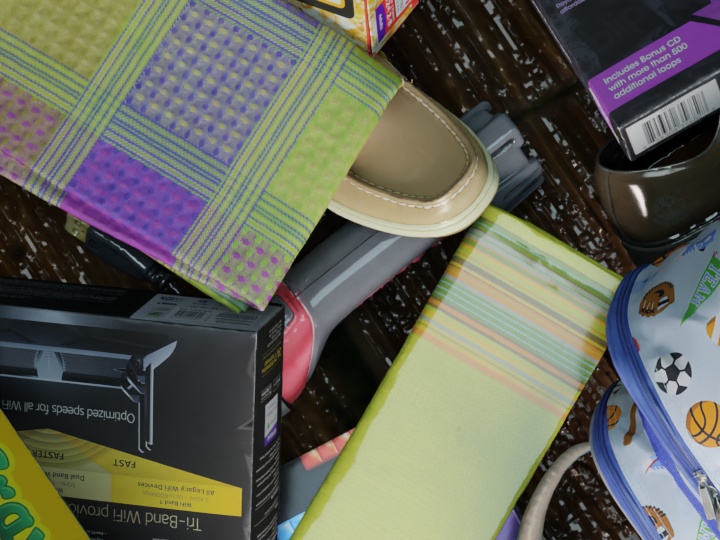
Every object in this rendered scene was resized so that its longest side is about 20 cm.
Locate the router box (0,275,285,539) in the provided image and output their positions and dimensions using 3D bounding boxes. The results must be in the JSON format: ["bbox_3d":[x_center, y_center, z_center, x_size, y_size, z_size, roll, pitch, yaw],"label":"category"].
[{"bbox_3d":[-0.138,0.087,1.257,0.200,0.052,0.158,6,105,12],"label":"router box"}]

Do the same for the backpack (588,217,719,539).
[{"bbox_3d":[0.195,0.066,1.237,0.154,0.200,0.191,-28,94,18],"label":"backpack"}]

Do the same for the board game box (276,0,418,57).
[{"bbox_3d":[-0.053,-0.204,1.210,0.151,0.200,0.046,23,55,22],"label":"board game box"}]

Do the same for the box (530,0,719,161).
[{"bbox_3d":[0.144,-0.164,1.288,0.143,0.036,0.200,-30,55,1],"label":"box"}]

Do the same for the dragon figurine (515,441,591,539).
[{"bbox_3d":[0.075,0.181,1.245,0.059,0.099,0.200,5,67,5],"label":"dragon figurine"}]

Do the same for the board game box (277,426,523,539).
[{"bbox_3d":[0.017,0.178,1.306,0.165,0.057,0.200,-28,85,3],"label":"board game box"}]

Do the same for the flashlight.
[{"bbox_3d":[0.000,0.000,1.317,0.200,0.068,0.068,-38,120,-4],"label":"flashlight"}]

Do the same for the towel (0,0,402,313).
[{"bbox_3d":[-0.097,-0.083,1.237,0.200,0.023,0.144,30,76,7],"label":"towel"}]

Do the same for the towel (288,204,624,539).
[{"bbox_3d":[0.047,0.072,1.276,0.086,0.018,0.200,30,85,4],"label":"towel"}]

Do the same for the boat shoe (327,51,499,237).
[{"bbox_3d":[-0.021,-0.083,1.284,0.200,0.066,0.074,32,77,30],"label":"boat shoe"}]

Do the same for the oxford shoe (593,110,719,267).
[{"bbox_3d":[0.200,-0.085,1.289,0.200,0.073,0.084,-38,127,-3],"label":"oxford shoe"}]

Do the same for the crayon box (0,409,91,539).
[{"bbox_3d":[-0.185,0.166,1.145,0.172,0.058,0.200,-35,59,-8],"label":"crayon box"}]

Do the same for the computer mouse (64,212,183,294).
[{"bbox_3d":[-0.180,0.026,1.302,0.200,0.046,0.141,30,104,18],"label":"computer mouse"}]
